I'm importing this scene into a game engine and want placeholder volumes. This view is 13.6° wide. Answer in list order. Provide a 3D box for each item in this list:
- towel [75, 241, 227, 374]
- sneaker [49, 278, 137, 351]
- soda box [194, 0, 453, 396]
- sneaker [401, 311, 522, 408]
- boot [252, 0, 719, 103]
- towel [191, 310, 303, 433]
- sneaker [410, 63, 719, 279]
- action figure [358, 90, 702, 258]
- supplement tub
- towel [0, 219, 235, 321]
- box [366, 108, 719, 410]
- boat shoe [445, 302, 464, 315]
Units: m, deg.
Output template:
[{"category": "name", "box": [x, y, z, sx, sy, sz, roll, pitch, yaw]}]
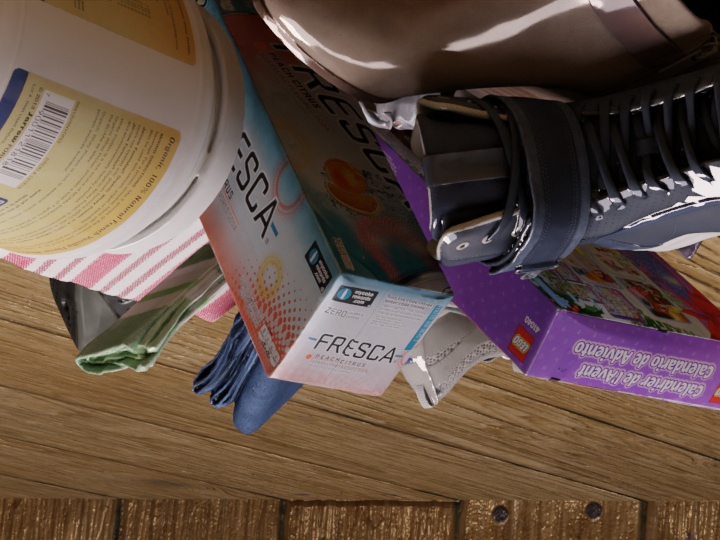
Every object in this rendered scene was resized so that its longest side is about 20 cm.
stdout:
[{"category": "towel", "box": [-0.059, -0.013, 1.603, 0.023, 0.200, 0.152, 51, 166, -8]}, {"category": "sneaker", "box": [-0.128, -0.029, 1.818, 0.114, 0.076, 0.200, -23, 154, -16]}, {"category": "soda box", "box": [-0.031, -0.040, 1.351, 0.063, 0.201, 0.069, 10, 129, -36]}, {"category": "sneaker", "box": [0.095, 0.020, 1.835, 0.199, 0.082, 0.075, -22, -171, -26]}, {"category": "boot", "box": [0.072, -0.115, 1.284, 0.146, 0.071, 0.199, -14, 162, 41]}, {"category": "towel", "box": [-0.029, 0.012, 1.729, 0.049, 0.112, 0.200, 43, 149, 8]}, {"category": "sneaker", "box": [0.106, -0.048, 1.262, 0.145, 0.077, 0.202, 1, 165, -28]}, {"category": "action figure", "box": [0.083, -0.063, 1.447, 0.199, 0.070, 0.130, 9, -148, -33]}, {"category": "supplement tub", "box": [-0.151, -0.084, 1.271, 0.144, 0.145, 0.200, -2, 168, 30]}, {"category": "towel", "box": [-0.100, -0.034, 1.712, 0.146, 0.030, 0.200, -37, 147, 26]}, {"category": "box", "box": [0.084, -0.007, 1.459, 0.136, 0.039, 0.200, 11, -156, -39]}, {"category": "boat shoe", "box": [-0.002, -0.001, 1.519, 0.073, 0.069, 0.199, 19, -169, 33]}]
